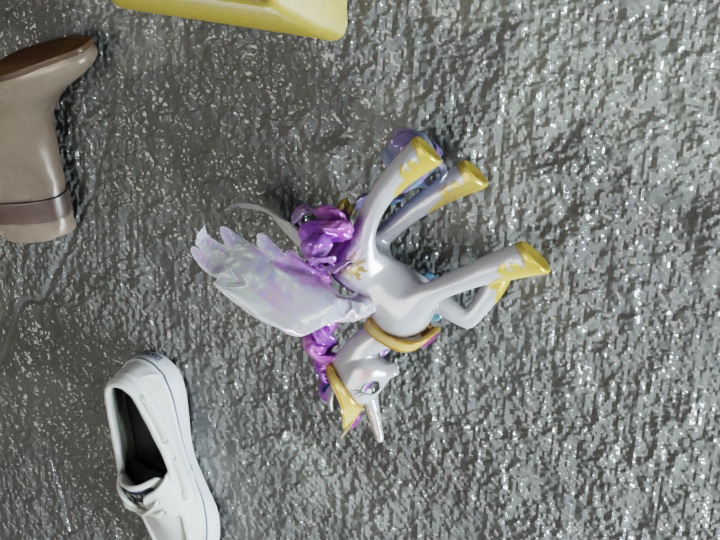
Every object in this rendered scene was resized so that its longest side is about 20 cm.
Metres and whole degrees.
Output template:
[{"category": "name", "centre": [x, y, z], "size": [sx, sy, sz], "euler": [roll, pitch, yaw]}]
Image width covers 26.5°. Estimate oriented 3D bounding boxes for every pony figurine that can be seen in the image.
[{"category": "pony figurine", "centre": [0.000, 0.000, 1.038], "size": [0.193, 0.167, 0.200], "euler": [45, 111, -3]}]

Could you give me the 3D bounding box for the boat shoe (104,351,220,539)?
[{"category": "boat shoe", "centre": [-0.171, 0.168, 1.250], "size": [0.074, 0.065, 0.200], "euler": [-4, 109, 32]}]

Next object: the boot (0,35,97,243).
[{"category": "boot", "centre": [-0.259, -0.095, 1.194], "size": [0.200, 0.070, 0.146], "euler": [-7, 113, 34]}]

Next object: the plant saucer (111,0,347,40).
[{"category": "plant saucer", "centre": [-0.107, -0.259, 1.035], "size": [0.200, 0.048, 0.200], "euler": [13, 117, 26]}]
